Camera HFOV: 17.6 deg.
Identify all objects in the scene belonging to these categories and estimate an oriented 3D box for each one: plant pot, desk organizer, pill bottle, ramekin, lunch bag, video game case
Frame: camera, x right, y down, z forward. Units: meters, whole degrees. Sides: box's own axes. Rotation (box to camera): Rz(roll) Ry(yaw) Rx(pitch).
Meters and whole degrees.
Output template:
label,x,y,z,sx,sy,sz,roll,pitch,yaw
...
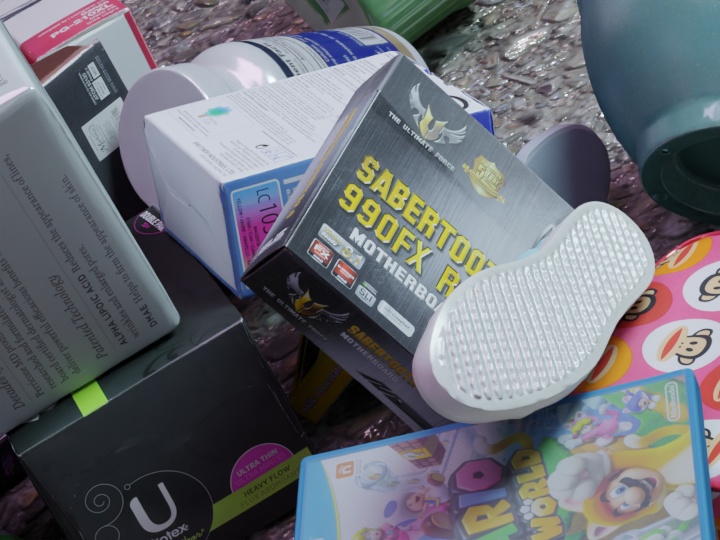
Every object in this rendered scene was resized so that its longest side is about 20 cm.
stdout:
label,x,y,z,sx,sy,sz,roll,pitch,yaw
plant pot,0.219,-0.109,1.326,0.199,0.200,0.135,-10,59,29
desk organizer,-0.169,-0.049,1.524,0.072,0.201,0.077,-43,30,-27
pill bottle,-0.052,-0.094,1.507,0.115,0.117,0.199,3,11,44
ramekin,-0.010,-0.249,1.733,0.098,0.200,0.200,-42,31,-11
lunch bag,0.199,0.061,1.143,0.175,0.082,0.200,1,39,41
video game case,0.063,0.121,1.069,0.199,0.018,0.144,-14,40,15

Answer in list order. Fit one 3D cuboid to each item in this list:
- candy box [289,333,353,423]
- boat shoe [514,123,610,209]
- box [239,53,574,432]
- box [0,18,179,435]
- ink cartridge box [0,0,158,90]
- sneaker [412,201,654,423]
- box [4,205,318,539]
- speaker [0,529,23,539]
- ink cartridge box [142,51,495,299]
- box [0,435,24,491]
label,x,y,z,sx,sy,sz,roll,pitch,yaw
candy box,0.000,0.000,1.421,0.102,0.026,0.200,-50,16,26
boat shoe,0.073,-0.010,1.396,0.086,0.075,0.202,-5,42,48
box,0.052,0.007,1.230,0.048,0.200,0.159,-34,19,48
box,-0.220,-0.054,1.262,0.130,0.200,0.199,-31,47,-4
ink cartridge box,-0.210,-0.143,1.773,0.084,0.145,0.200,-31,28,-11
sneaker,0.076,0.037,1.139,0.200,0.074,0.082,-30,-15,-52
box,-0.131,0.076,1.361,0.148,0.125,0.200,-31,27,-7
speaker,-0.261,0.180,1.342,0.199,0.089,0.088,6,42,46
ink cartridge box,-0.008,-0.063,1.348,0.199,0.077,0.136,-18,26,-18
box,-0.266,0.092,1.546,0.143,0.036,0.200,-39,29,-20
